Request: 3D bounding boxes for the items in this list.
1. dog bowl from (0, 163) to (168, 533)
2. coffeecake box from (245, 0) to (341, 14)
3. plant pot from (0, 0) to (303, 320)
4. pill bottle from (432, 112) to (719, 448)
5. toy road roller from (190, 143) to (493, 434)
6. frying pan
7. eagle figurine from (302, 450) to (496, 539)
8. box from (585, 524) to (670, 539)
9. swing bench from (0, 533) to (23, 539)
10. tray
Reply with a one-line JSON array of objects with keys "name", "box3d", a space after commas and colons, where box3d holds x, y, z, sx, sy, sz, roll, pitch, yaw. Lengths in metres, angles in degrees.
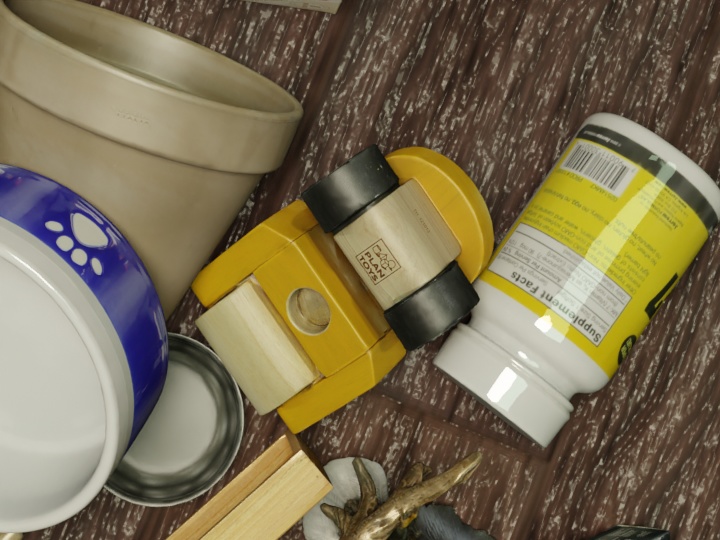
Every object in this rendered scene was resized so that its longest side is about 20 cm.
[{"name": "dog bowl", "box3d": [-0.212, 0.044, 0.735, 0.197, 0.079, 0.203, 7, 119, 13]}, {"name": "coffeecake box", "box3d": [-0.101, -0.221, 0.813, 0.197, 0.153, 0.074, 6, 90, -6]}, {"name": "plant pot", "box3d": [-0.154, -0.055, 0.804, 0.198, 0.200, 0.175, 20, 104, -6]}, {"name": "pill bottle", "box3d": [0.141, 0.008, 0.860, 0.114, 0.114, 0.201, 36, 87, -5]}, {"name": "toy road roller", "box3d": [0.000, 0.000, 0.857, 0.199, 0.146, 0.124, -35, 92, 32]}, {"name": "frying pan", "box3d": [-0.171, 0.091, 0.869, 0.187, 0.031, 0.117, 13, 89, -2]}, {"name": "eagle figurine", "box3d": [0.043, 0.226, 0.861, 0.150, 0.152, 0.201, -8, 132, 31]}, {"name": "box", "box3d": [0.141, 0.265, 0.834, 0.199, 0.046, 0.161, -7, 93, -49]}, {"name": "swing bench", "box3d": [-0.359, 0.177, 0.801, 0.200, 0.130, 0.199, -42, 95, 9]}, {"name": "tray", "box3d": [-0.106, 0.188, 0.842, 0.199, 0.099, 0.037, -41, 95, -4]}]
